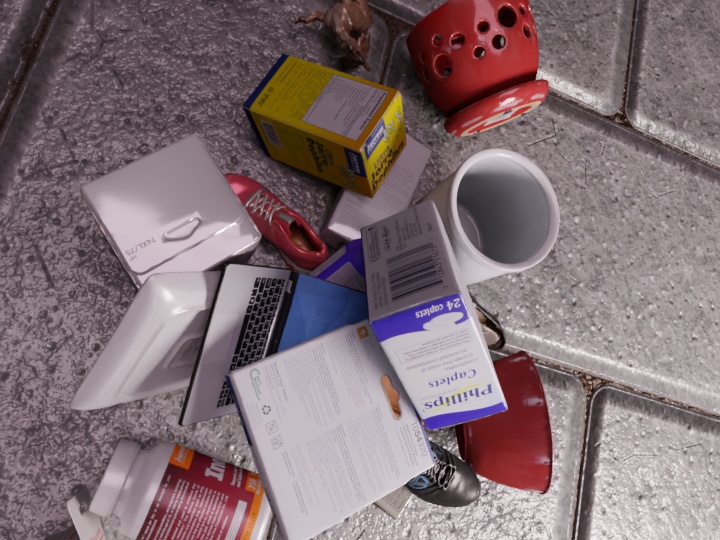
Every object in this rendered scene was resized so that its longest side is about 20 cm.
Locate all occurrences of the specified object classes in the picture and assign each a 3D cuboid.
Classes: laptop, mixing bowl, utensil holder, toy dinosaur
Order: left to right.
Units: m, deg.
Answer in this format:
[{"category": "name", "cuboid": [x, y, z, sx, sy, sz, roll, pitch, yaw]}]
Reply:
[{"category": "laptop", "cuboid": [-0.084, 0.103, 0.660, 0.115, 0.199, 0.190, 20, 95, 26]}, {"category": "toy dinosaur", "cuboid": [-0.013, -0.403, 0.900, 0.135, 0.085, 0.201, 42, 53, -18]}, {"category": "utensil holder", "cuboid": [0.166, -0.067, 0.828, 0.167, 0.200, 0.173, 3, 79, -18]}, {"category": "mixing bowl", "cuboid": [0.196, 0.221, 0.804, 0.107, 0.200, 0.203, -4, 80, 1]}]

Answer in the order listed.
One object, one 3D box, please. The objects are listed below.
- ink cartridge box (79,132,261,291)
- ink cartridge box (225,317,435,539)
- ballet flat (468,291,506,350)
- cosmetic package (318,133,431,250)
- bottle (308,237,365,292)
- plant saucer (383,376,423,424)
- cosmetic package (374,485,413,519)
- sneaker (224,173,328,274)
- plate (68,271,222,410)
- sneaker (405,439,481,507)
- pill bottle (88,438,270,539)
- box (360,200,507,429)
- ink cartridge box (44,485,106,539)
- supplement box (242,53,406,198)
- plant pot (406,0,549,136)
[{"category": "ink cartridge box", "cuboid": [-0.232, -0.043, 0.691, 0.146, 0.200, 0.147, -32, 90, -21]}, {"category": "ink cartridge box", "cuboid": [-0.031, 0.176, 0.641, 0.198, 0.043, 0.199, -18, 87, -27]}, {"category": "ballet flat", "cuboid": [0.157, 0.067, 0.836, 0.199, 0.069, 0.068, 28, 105, -31]}, {"category": "cosmetic package", "cuboid": [0.022, -0.119, 0.858, 0.101, 0.071, 0.202, 29, 73, -12]}, {"category": "bottle", "cuboid": [0.000, 0.000, 0.777, 0.199, 0.066, 0.083, -38, 119, 16]}, {"category": "plant saucer", "cuboid": [0.066, 0.125, 0.816, 0.198, 0.037, 0.203, 16, 65, -36]}, {"category": "cosmetic package", "cuboid": [-0.004, 0.241, 0.781, 0.200, 0.071, 0.105, 44, 71, -6]}, {"category": "sneaker", "cuboid": [-0.120, -0.077, 0.795, 0.199, 0.087, 0.074, 40, 69, -7]}, {"category": "plate", "cuboid": [-0.205, 0.084, 0.644, 0.032, 0.199, 0.200, 45, 110, 20]}, {"category": "sneaker", "cuboid": [0.082, 0.258, 0.725, 0.198, 0.082, 0.074, 30, 72, -11]}, {"category": "pill bottle", "cuboid": [-0.217, 0.282, 0.680, 0.198, 0.113, 0.114, 24, 73, -13]}, {"category": "box", "cuboid": [0.085, 0.055, 0.671, 0.104, 0.185, 0.201, -20, 125, 12]}, {"category": "ink cartridge box", "cuboid": [-0.323, 0.363, 0.629, 0.067, 0.116, 0.203, -18, 85, -20]}, {"category": "supplement box", "cuboid": [-0.047, -0.207, 0.788, 0.198, 0.110, 0.110, 25, 70, 21]}, {"category": "plant pot", "cuboid": [0.192, -0.328, 0.892, 0.198, 0.200, 0.185, -19, 93, -20]}]
